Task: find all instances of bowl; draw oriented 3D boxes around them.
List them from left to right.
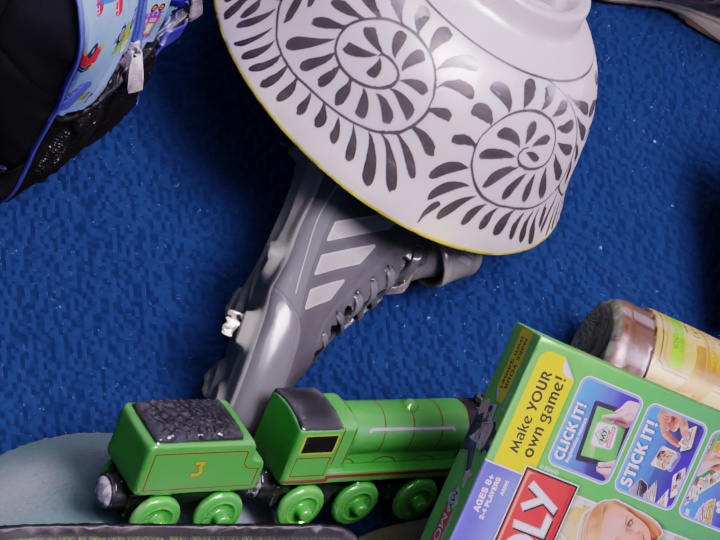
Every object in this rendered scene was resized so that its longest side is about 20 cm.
[{"bbox_3d":[0.041,-0.113,0.874,0.200,0.094,0.201,27,37,-22],"label":"bowl"}]

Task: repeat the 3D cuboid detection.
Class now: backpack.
[{"bbox_3d":[-0.148,-0.147,0.792,0.134,0.200,0.183,-38,86,-31],"label":"backpack"}]

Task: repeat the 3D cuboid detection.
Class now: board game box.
[{"bbox_3d":[0.081,0.138,0.770,0.134,0.029,0.200,23,93,-21],"label":"board game box"}]

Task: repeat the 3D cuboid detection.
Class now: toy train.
[{"bbox_3d":[-0.019,0.077,0.811,0.200,0.057,0.042,0,34,-37],"label":"toy train"}]

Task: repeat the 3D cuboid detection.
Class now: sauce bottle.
[{"bbox_3d":[0.192,0.077,0.922,0.200,0.065,0.065,23,62,-14],"label":"sauce bottle"}]

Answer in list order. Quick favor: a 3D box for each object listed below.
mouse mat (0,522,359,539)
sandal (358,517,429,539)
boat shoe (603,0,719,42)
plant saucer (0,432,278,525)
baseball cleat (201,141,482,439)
[{"bbox_3d":[-0.076,0.197,0.744,0.160,0.008,0.201,2,91,-22],"label":"mouse mat"},{"bbox_3d":[0.069,0.116,0.813,0.200,0.057,0.080,-15,46,-9],"label":"sandal"},{"bbox_3d":[0.166,-0.171,1.013,0.200,0.065,0.072,23,62,-13],"label":"boat shoe"},{"bbox_3d":[-0.095,0.156,0.780,0.200,0.039,0.202,9,65,-19],"label":"plant saucer"},{"bbox_3d":[0.000,0.000,0.868,0.106,0.070,0.200,26,62,-11],"label":"baseball cleat"}]
